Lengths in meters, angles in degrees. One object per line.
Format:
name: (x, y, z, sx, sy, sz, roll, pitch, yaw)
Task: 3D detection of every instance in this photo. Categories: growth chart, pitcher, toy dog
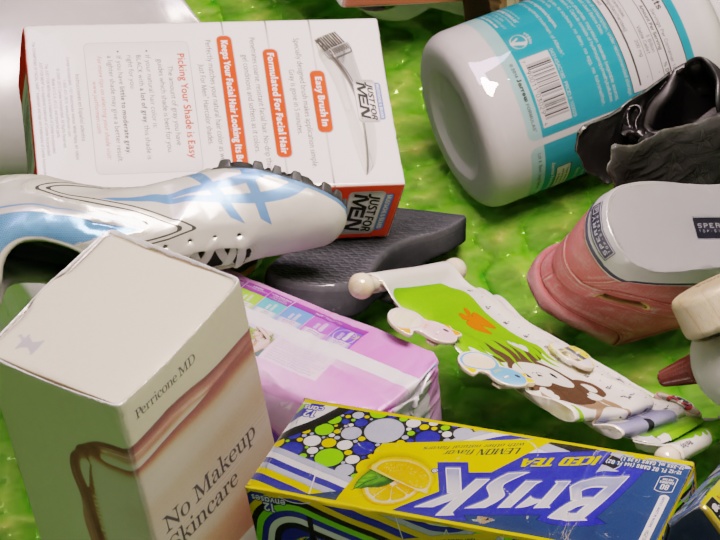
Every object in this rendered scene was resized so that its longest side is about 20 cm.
growth chart: (0.095, 0.047, 1.241, 0.199, 0.018, 0.145, 30, 16, 13)
pitcher: (-0.176, -0.110, 1.510, 0.199, 0.122, 0.172, -25, 57, -34)
toy dog: (0.231, 0.027, 1.257, 0.199, 0.133, 0.096, -4, -5, -34)

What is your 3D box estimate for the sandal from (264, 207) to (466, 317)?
sandal: (-0.001, 0.000, 1.354, 0.076, 0.043, 0.200, 9, 18, 24)

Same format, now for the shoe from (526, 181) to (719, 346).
shoe: (0.192, -0.004, 1.336, 0.199, 0.091, 0.072, 3, 67, -29)

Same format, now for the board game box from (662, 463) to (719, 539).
board game box: (0.238, 0.143, 1.097, 0.062, 0.200, 0.200, -33, 4, 45)

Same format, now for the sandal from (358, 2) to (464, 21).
sandal: (0.021, -0.191, 1.603, 0.201, 0.050, 0.083, 18, 35, 9)

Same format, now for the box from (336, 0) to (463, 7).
box: (0.069, -0.262, 1.539, 0.199, 0.153, 0.107, -7, 41, -26)

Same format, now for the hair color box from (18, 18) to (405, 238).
hair color box: (-0.083, -0.075, 1.319, 0.199, 0.064, 0.112, -3, 62, -12)

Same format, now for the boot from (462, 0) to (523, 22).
boot: (0.139, -0.216, 1.494, 0.154, 0.201, 0.072, -22, 46, -16)

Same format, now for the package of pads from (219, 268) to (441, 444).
package of pads: (-0.048, 0.073, 1.254, 0.199, 0.121, 0.076, 21, 43, 30)

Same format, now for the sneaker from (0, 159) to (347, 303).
sneaker: (-0.104, -0.013, 1.229, 0.199, 0.072, 0.073, -4, 68, -9)

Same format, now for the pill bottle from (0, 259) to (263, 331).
pill bottle: (-0.123, -0.027, 1.388, 0.199, 0.117, 0.116, -32, 45, -24)

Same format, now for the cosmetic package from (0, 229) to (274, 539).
cosmetic package: (-0.102, 0.095, 1.177, 0.087, 0.201, 0.103, 19, 49, 30)

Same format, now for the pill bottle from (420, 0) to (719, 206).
pill bottle: (0.144, -0.121, 1.450, 0.199, 0.111, 0.111, -21, 41, -14)

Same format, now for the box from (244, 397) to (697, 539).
box: (0.052, 0.117, 1.102, 0.199, 0.065, 0.070, 7, 39, 25)

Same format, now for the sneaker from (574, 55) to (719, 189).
sneaker: (0.211, -0.082, 1.395, 0.199, 0.105, 0.060, -30, 46, -22)
